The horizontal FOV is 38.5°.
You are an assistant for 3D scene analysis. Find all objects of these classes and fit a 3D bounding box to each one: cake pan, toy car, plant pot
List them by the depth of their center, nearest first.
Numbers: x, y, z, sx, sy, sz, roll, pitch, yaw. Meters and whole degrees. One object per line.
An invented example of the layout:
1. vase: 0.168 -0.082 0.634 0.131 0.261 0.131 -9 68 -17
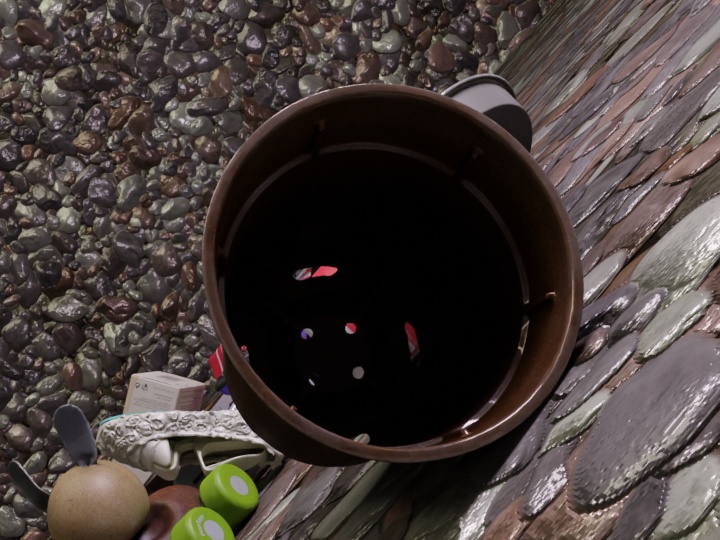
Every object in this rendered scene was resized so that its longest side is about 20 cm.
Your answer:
1. plant pot: 0.001 0.026 0.610 0.201 0.200 0.198 -49 -3 -21
2. toy car: -0.226 0.219 0.950 0.164 0.200 0.158 -46 5 19
3. cake pan: 0.095 -0.089 0.988 0.200 0.037 0.201 -34 -34 -27

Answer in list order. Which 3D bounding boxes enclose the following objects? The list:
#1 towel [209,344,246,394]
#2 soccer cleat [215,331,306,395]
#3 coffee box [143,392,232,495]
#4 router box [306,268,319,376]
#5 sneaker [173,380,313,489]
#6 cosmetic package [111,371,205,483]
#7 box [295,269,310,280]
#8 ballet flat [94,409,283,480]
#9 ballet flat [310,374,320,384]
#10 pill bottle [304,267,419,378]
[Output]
1. towel: -0.128 0.125 1.361 0.022 0.146 0.200 3 -37 -43
2. soccer cleat: -0.074 0.090 1.171 0.199 0.074 0.068 -36 4 -25
3. coffee box: -0.193 0.237 1.243 0.113 0.080 0.200 -46 5 29
4. router box: 0.000 0.000 1.069 0.150 0.051 0.201 -55 -20 -40
5. sneaker: -0.125 0.187 1.110 0.200 0.073 0.071 -39 -23 -32
6. cosmetic package: -0.271 0.239 1.349 0.103 0.072 0.202 21 -98 -78
7. box: -0.065 0.056 1.472 0.100 0.095 0.200 -48 5 6
8. ballet flat: -0.166 0.173 1.021 0.198 0.073 0.072 -5 2 -5
9. ballet flat: -0.064 0.103 1.227 0.066 0.057 0.201 -6 36 36
10. pill bottle: 0.041 -0.004 0.872 0.200 0.112 0.112 -48 5 -3
